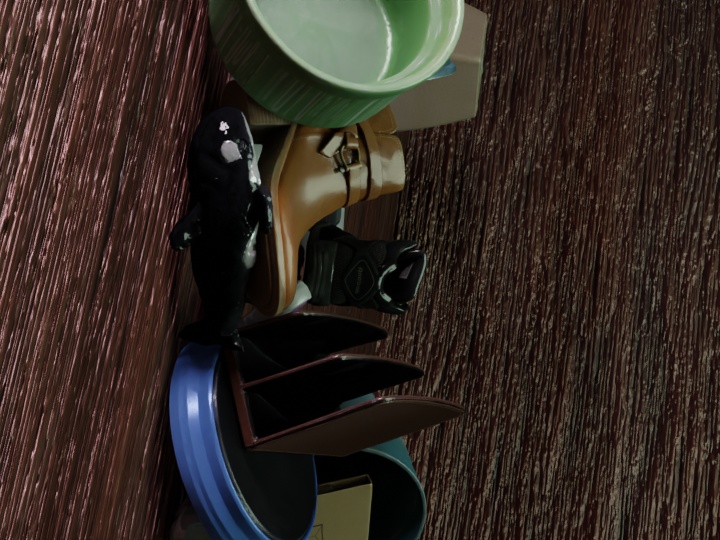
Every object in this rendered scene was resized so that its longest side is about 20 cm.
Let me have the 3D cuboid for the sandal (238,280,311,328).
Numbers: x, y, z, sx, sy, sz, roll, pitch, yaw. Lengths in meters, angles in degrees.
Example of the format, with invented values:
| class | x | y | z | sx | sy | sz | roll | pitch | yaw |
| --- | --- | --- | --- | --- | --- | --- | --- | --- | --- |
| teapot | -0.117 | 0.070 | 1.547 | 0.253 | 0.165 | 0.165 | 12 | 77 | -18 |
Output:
| class | x | y | z | sx | sy | sz | roll | pitch | yaw |
| --- | --- | --- | --- | --- | --- | --- | --- | --- | --- |
| sandal | -0.086 | 0.061 | 1.569 | 0.050 | 0.082 | 0.203 | 56 | -16 | 3 |

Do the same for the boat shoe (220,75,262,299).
| class | x | y | z | sx | sy | sz | roll | pitch | yaw |
| --- | --- | --- | --- | --- | --- | --- | --- | --- | --- |
| boat shoe | -0.096 | -0.070 | 1.510 | 0.072 | 0.065 | 0.202 | -62 | 158 | -76 |

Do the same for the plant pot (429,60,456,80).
| class | x | y | z | sx | sy | sz | roll | pitch | yaw |
| --- | --- | --- | --- | --- | --- | --- | --- | --- | --- |
| plant pot | -0.014 | -0.273 | 1.550 | 0.200 | 0.198 | 0.198 | -63 | 151 | -76 |

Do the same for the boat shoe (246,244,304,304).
| class | x | y | z | sx | sy | sz | roll | pitch | yaw |
| --- | --- | --- | --- | --- | --- | --- | --- | --- | --- |
| boat shoe | -0.088 | 0.004 | 1.676 | 0.201 | 0.071 | 0.067 | -82 | 172 | -74 |

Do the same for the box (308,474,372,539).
| class | x | y | z | sx | sy | sz | roll | pitch | yaw |
| --- | --- | --- | --- | --- | --- | --- | --- | --- | --- |
| box | -0.067 | 0.325 | 1.910 | 0.021 | 0.162 | 0.202 | -130 | -143 | -52 |

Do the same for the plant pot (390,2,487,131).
| class | x | y | z | sx | sy | sz | roll | pitch | yaw |
| --- | --- | --- | --- | --- | --- | --- | --- | --- | --- |
| plant pot | 0.129 | -0.370 | 3.044 | 0.201 | 0.175 | 0.201 | 93 | 6 | -45 |

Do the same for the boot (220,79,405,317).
| class | x | y | z | sx | sy | sz | roll | pitch | yaw |
| --- | --- | --- | --- | --- | --- | --- | --- | --- | --- |
| boot | -0.034 | -0.064 | 1.428 | 0.076 | 0.154 | 0.202 | -26 | -111 | 51 |

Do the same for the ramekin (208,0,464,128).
| class | x | y | z | sx | sy | sz | roll | pitch | yaw |
| --- | --- | --- | --- | --- | --- | --- | --- | --- | --- |
| ramekin | -0.025 | -0.213 | 1.381 | 0.098 | 0.198 | 0.202 | -39 | -143 | 57 |

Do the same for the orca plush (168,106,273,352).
| class | x | y | z | sx | sy | sz | roll | pitch | yaw |
| --- | --- | --- | --- | --- | --- | --- | --- | --- | --- |
| orca plush | -0.130 | -0.027 | 1.366 | 0.105 | 0.071 | 0.202 | 43 | -49 | 37 |

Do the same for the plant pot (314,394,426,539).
| class | x | y | z | sx | sy | sz | roll | pitch | yaw |
| --- | --- | --- | --- | --- | --- | --- | --- | --- | --- |
| plant pot | -0.034 | 0.224 | 2.005 | 0.189 | 0.198 | 0.202 | -102 | -167 | -55 |

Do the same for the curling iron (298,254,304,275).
| class | x | y | z | sx | sy | sz | roll | pitch | yaw |
| --- | --- | --- | --- | --- | --- | --- | --- | --- | --- |
| curling iron | -0.088 | -0.066 | 1.614 | 0.026 | 0.049 | 0.202 | 109 | -24 | -52 |

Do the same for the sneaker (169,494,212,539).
| class | x | y | z | sx | sy | sz | roll | pitch | yaw |
| --- | --- | --- | --- | --- | --- | --- | --- | --- | --- |
| sneaker | -0.124 | 0.171 | 1.529 | 0.200 | 0.077 | 0.142 | 169 | -75 | -88 |

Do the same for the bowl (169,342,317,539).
| class | x | y | z | sx | sy | sz | roll | pitch | yaw |
| --- | --- | --- | --- | --- | --- | --- | --- | --- | --- |
| bowl | -0.095 | 0.150 | 1.464 | 0.201 | 0.039 | 0.202 | 53 | 27 | -42 |

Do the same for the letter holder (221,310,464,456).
| class | x | y | z | sx | sy | sz | roll | pitch | yaw |
| --- | --- | --- | --- | --- | --- | --- | --- | --- | --- |
| letter holder | -0.006 | 0.091 | 1.482 | 0.200 | 0.141 | 0.102 | 17 | 56 | -66 |

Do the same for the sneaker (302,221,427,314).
| class | x | y | z | sx | sy | sz | roll | pitch | yaw |
| --- | --- | --- | --- | --- | --- | --- | --- | --- | --- |
| sneaker | 0.000 | 0.000 | 1.629 | 0.199 | 0.113 | 0.077 | -132 | -129 | -84 |

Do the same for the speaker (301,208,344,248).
| class | x | y | z | sx | sy | sz | roll | pitch | yaw |
| --- | --- | --- | --- | --- | --- | --- | --- | --- | --- |
| speaker | -0.053 | -0.115 | 1.864 | 0.081 | 0.080 | 0.202 | -75 | 171 | -57 |
